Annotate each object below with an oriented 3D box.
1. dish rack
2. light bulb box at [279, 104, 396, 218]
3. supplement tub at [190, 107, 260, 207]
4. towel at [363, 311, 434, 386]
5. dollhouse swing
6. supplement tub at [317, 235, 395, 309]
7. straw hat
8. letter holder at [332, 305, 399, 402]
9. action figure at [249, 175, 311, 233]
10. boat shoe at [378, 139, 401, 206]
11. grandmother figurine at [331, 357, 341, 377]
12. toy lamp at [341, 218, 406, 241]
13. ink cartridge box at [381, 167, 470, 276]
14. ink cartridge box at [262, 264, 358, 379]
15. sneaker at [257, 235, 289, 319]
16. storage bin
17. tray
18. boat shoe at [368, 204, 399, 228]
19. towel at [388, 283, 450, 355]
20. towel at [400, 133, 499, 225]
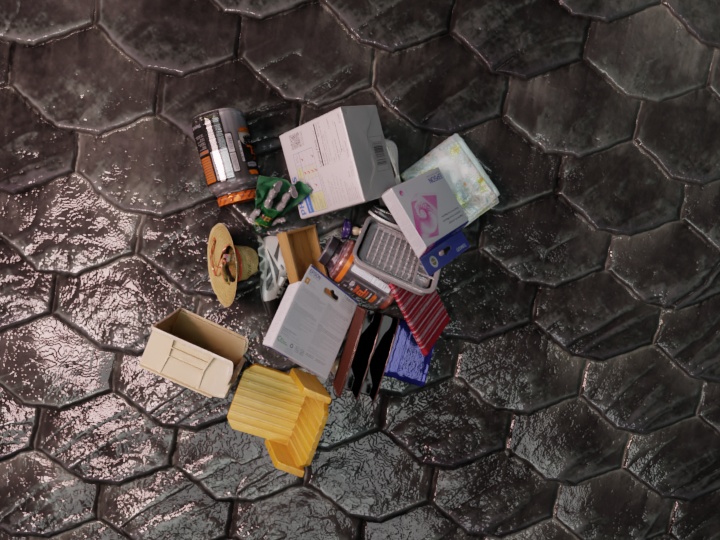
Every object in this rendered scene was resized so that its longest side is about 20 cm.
[{"bbox_3d":[0.083,-0.029,1.160,0.199,0.172,0.044,25,136,-3],"label":"dish rack"},{"bbox_3d":[-0.050,-0.236,1.137,0.124,0.199,0.200,-22,100,-47],"label":"light bulb box"},{"bbox_3d":[-0.299,-0.252,1.168,0.121,0.123,0.202,-14,97,-3],"label":"supplement tub"},{"bbox_3d":[0.082,0.190,1.278,0.198,0.050,0.149,17,87,-5],"label":"towel"},{"bbox_3d":[-0.200,0.342,1.216,0.175,0.182,0.202,20,95,-26],"label":"dollhouse swing"},{"bbox_3d":[0.000,0.000,1.220,0.199,0.107,0.107,32,93,-7],"label":"supplement tub"},{"bbox_3d":[-0.281,-0.018,1.184,0.084,0.200,0.203,-5,97,-33],"label":"straw hat"},{"bbox_3d":[0.017,0.193,1.174,0.100,0.142,0.202,18,88,-6],"label":"letter holder"},{"bbox_3d":[-0.202,-0.138,1.164,0.117,0.200,0.055,15,62,-22],"label":"action figure"},{"bbox_3d":[0.065,-0.205,1.210,0.070,0.070,0.202,-2,103,22],"label":"boat shoe"},{"bbox_3d":[-0.100,0.190,1.258,0.200,0.061,0.121,44,83,-9],"label":"grandmother figurine"},{"bbox_3d":[0.055,-0.081,1.242,0.198,0.058,0.059,9,95,-5],"label":"toy lamp"},{"bbox_3d":[0.161,-0.114,1.132,0.196,0.043,0.201,-31,89,-45],"label":"ink cartridge box"},{"bbox_3d":[-0.106,0.117,1.170,0.199,0.040,0.201,42,65,-42],"label":"ink cartridge box"},{"bbox_3d":[-0.194,0.016,1.225,0.088,0.074,0.202,-3,96,-2],"label":"sneaker"},{"bbox_3d":[-0.363,0.184,1.165,0.197,0.200,0.094,25,95,-6],"label":"storage bin"},{"bbox_3d":[-0.128,0.000,1.219,0.037,0.098,0.202,-7,99,41],"label":"tray"},{"bbox_3d":[0.113,-0.126,1.189,0.199,0.076,0.061,13,114,-28],"label":"boat shoe"},{"bbox_3d":[0.141,0.081,1.213,0.022,0.145,0.201,-12,113,41],"label":"towel"},{"bbox_3d":[0.221,-0.201,1.247,0.171,0.048,0.201,-37,97,-1],"label":"towel"}]
